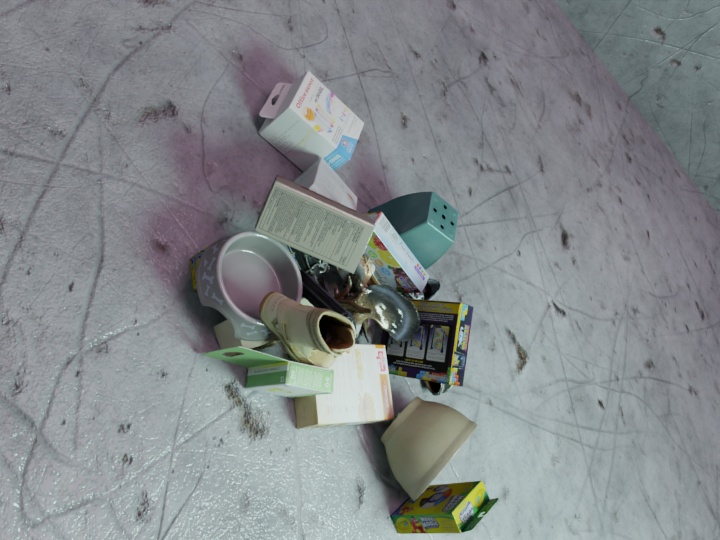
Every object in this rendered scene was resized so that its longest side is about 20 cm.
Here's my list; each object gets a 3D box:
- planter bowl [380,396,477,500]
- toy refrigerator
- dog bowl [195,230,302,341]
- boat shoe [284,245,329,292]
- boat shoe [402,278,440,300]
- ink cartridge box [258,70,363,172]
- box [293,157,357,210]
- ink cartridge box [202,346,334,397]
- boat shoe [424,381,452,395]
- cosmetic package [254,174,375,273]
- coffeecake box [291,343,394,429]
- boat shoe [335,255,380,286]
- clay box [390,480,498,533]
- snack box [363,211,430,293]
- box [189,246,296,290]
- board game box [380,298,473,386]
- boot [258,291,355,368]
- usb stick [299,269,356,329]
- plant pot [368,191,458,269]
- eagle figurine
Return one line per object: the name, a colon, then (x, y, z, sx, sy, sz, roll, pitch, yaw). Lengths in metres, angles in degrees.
planter bowl: (0.126, 0.349, 1.312, 0.134, 0.201, 0.200, 40, 43, 15)
toy refrigerator: (-0.167, 0.108, 1.207, 0.199, 0.076, 0.071, -14, 82, -46)
dog bowl: (-0.189, 0.021, 1.133, 0.199, 0.058, 0.202, 19, 59, -34)
boat shoe: (-0.100, -0.009, 1.312, 0.201, 0.068, 0.074, 62, 11, 4)
boat shoe: (0.117, 0.062, 1.494, 0.199, 0.068, 0.072, -17, 84, -45)
ink cartridge box: (-0.116, -0.322, 1.404, 0.199, 0.125, 0.130, 38, 50, -25)
box: (-0.082, -0.134, 1.315, 0.125, 0.097, 0.200, 47, 17, -17)
ink cartridge box: (-0.165, 0.183, 1.125, 0.199, 0.145, 0.049, 19, 67, -36)
boat shoe: (0.157, 0.188, 1.474, 0.067, 0.071, 0.202, -15, 85, -49)
cosmetic package: (-0.084, -0.086, 1.173, 0.198, 0.104, 0.087, 25, 12, -12)
coffeecake box: (-0.034, 0.230, 1.278, 0.198, 0.073, 0.155, 8, 68, -40)
boat shoe: (0.000, 0.000, 1.360, 0.201, 0.068, 0.074, 60, 26, -44)
clay box: (0.168, 0.472, 1.271, 0.114, 0.199, 0.048, -26, 90, -46)
snack box: (0.040, -0.033, 1.386, 0.200, 0.141, 0.053, 51, 58, -28)
box: (-0.216, 0.001, 1.211, 0.198, 0.070, 0.065, 2, 70, -42)
board game box: (0.134, 0.148, 1.351, 0.056, 0.199, 0.167, 19, 78, -45)
boot: (-0.064, 0.117, 1.076, 0.073, 0.154, 0.201, -56, 133, -24)
usb stick: (-0.068, 0.057, 1.165, 0.032, 0.200, 0.056, -28, 125, -18)
plant pot: (0.121, -0.088, 1.470, 0.141, 0.199, 0.143, 33, 52, -28)
eagle figurine: (0.010, 0.080, 1.299, 0.199, 0.151, 0.152, 18, 30, -52)
